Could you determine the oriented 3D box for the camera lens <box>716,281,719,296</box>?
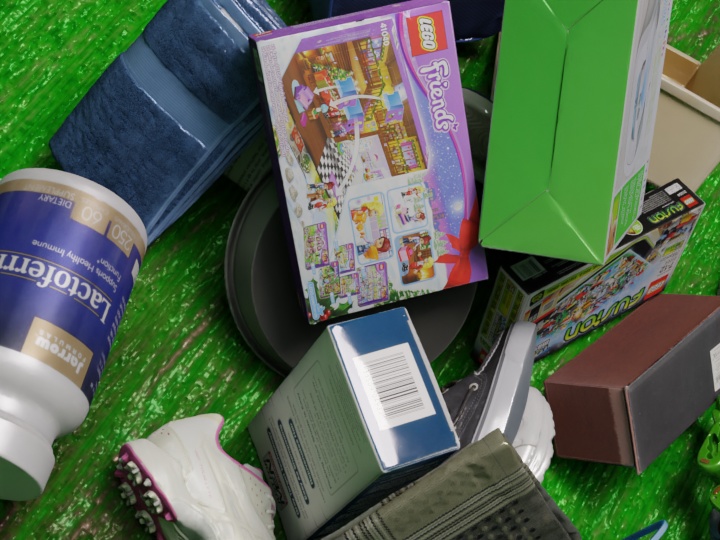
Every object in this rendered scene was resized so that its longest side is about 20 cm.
[{"bbox_3d":[0.412,0.008,1.182,0.158,0.200,0.162,9,63,-19],"label":"camera lens"}]

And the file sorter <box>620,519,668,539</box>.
[{"bbox_3d":[0.219,0.303,1.012,0.138,0.123,0.200,-38,85,-31],"label":"file sorter"}]

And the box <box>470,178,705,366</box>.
[{"bbox_3d":[0.183,0.007,1.139,0.199,0.111,0.035,-25,57,-29],"label":"box"}]

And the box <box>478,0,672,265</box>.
[{"bbox_3d":[0.157,-0.126,1.019,0.096,0.202,0.176,10,16,18],"label":"box"}]

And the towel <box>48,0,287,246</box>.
[{"bbox_3d":[-0.131,-0.117,1.014,0.112,0.200,0.049,44,24,-7],"label":"towel"}]

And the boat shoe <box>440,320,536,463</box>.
[{"bbox_3d":[0.075,0.113,1.013,0.066,0.070,0.201,13,56,15],"label":"boat shoe"}]

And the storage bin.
[{"bbox_3d":[0.223,-0.179,1.218,0.198,0.094,0.199,26,35,-9],"label":"storage bin"}]

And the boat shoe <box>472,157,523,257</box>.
[{"bbox_3d":[0.094,-0.051,1.158,0.198,0.075,0.066,31,102,-13],"label":"boat shoe"}]

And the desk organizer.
[{"bbox_3d":[0.233,0.084,1.144,0.199,0.076,0.073,-29,113,-46],"label":"desk organizer"}]

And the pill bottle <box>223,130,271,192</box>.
[{"bbox_3d":[-0.068,-0.116,1.090,0.199,0.113,0.114,36,58,-3],"label":"pill bottle"}]

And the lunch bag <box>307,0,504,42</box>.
[{"bbox_3d":[0.031,-0.273,1.184,0.198,0.136,0.134,-9,66,-14],"label":"lunch bag"}]

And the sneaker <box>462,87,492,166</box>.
[{"bbox_3d":[0.153,-0.100,1.205,0.199,0.075,0.085,37,52,-10],"label":"sneaker"}]

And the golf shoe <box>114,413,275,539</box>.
[{"bbox_3d":[-0.082,0.185,0.971,0.091,0.075,0.201,-31,82,-34],"label":"golf shoe"}]

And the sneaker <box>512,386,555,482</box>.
[{"bbox_3d":[0.077,0.158,1.048,0.099,0.078,0.201,29,57,-3],"label":"sneaker"}]

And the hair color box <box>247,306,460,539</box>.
[{"bbox_3d":[-0.010,0.112,0.957,0.060,0.200,0.101,-13,71,-26],"label":"hair color box"}]

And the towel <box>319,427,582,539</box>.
[{"bbox_3d":[0.045,0.202,0.923,0.199,0.193,0.035,-31,39,3],"label":"towel"}]

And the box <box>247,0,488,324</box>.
[{"bbox_3d":[0.008,-0.076,0.980,0.135,0.039,0.202,-13,108,-11],"label":"box"}]

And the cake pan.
[{"bbox_3d":[0.000,0.000,1.041,0.198,0.037,0.203,-4,106,-13],"label":"cake pan"}]

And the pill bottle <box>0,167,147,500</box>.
[{"bbox_3d":[-0.224,0.043,0.951,0.115,0.116,0.202,21,61,-12],"label":"pill bottle"}]

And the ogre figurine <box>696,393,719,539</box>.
[{"bbox_3d":[0.303,0.195,1.093,0.097,0.201,0.121,-25,119,5],"label":"ogre figurine"}]
